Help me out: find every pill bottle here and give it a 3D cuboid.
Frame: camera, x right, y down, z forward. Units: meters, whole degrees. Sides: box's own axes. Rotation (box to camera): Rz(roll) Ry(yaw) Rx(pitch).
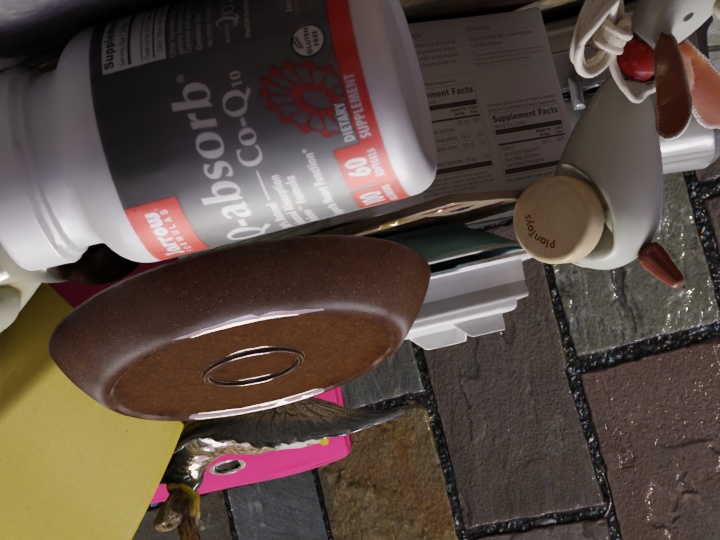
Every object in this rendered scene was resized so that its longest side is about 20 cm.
[{"bbox_3d":[-0.073,-0.069,1.018,0.199,0.116,0.116,-15,177,9],"label":"pill bottle"}]

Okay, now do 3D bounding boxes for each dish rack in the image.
[{"bbox_3d":[0.000,0.034,1.297,0.199,0.044,0.172,-12,177,-12],"label":"dish rack"}]

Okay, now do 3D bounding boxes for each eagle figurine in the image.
[{"bbox_3d":[-0.068,0.087,1.423,0.151,0.152,0.200,-21,159,-52],"label":"eagle figurine"}]

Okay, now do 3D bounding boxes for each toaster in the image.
[{"bbox_3d":[0.166,-0.114,1.424,0.129,0.114,0.200,-10,180,3],"label":"toaster"}]

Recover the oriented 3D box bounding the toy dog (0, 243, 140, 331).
[{"bbox_3d":[-0.204,-0.014,1.175,0.200,0.140,0.194,-28,152,31],"label":"toy dog"}]

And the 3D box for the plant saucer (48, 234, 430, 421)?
[{"bbox_3d":[-0.058,0.036,1.113,0.199,0.035,0.200,-12,162,-4],"label":"plant saucer"}]

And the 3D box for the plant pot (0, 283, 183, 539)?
[{"bbox_3d":[-0.233,0.093,1.345,0.176,0.200,0.200,-46,138,-7],"label":"plant pot"}]

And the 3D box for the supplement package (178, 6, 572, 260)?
[{"bbox_3d":[0.001,-0.077,1.302,0.199,0.111,0.156,-11,176,-39],"label":"supplement package"}]

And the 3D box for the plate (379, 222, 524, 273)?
[{"bbox_3d":[0.000,0.000,1.298,0.199,0.026,0.200,-15,176,-1],"label":"plate"}]

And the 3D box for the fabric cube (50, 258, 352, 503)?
[{"bbox_3d":[-0.121,0.040,1.622,0.195,0.201,0.199,-13,158,-3],"label":"fabric cube"}]

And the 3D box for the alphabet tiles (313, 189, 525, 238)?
[{"bbox_3d":[-0.001,-0.018,1.259,0.199,0.008,0.167,-15,177,26],"label":"alphabet tiles"}]

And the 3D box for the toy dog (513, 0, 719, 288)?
[{"bbox_3d":[0.166,-0.071,1.220,0.096,0.201,0.132,30,-145,21],"label":"toy dog"}]
